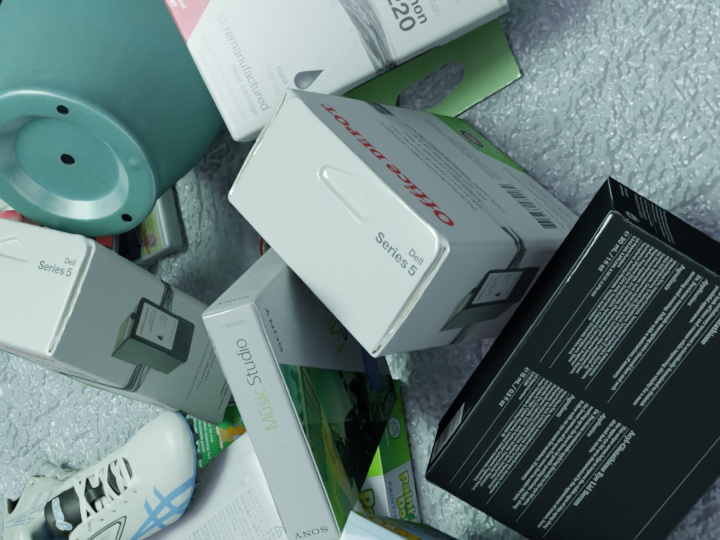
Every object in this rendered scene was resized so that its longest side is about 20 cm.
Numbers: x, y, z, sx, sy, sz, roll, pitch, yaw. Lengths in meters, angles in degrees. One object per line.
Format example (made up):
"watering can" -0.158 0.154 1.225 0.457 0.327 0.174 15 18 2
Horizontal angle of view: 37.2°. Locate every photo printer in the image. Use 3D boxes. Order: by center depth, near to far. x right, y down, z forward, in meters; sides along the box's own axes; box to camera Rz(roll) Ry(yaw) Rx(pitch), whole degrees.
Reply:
"photo printer" -0.076 0.214 0.793 0.200 0.069 0.167 -42 66 30

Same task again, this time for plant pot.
"plant pot" -0.188 -0.136 0.786 0.200 0.200 0.188 -25 35 34

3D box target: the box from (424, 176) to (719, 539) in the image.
"box" 0.150 0.070 0.634 0.141 0.079 0.200 32 113 0

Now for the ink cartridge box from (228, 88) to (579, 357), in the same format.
"ink cartridge box" 0.039 -0.031 0.669 0.146 0.200 0.084 46 116 26

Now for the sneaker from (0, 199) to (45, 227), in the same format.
"sneaker" -0.289 -0.087 0.841 0.075 0.201 0.105 -19 41 3

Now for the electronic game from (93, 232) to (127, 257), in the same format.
"electronic game" -0.283 -0.036 0.976 0.199 0.042 0.201 1 91 37

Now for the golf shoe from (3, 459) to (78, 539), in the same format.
"golf shoe" -0.280 0.213 0.995 0.200 0.078 0.098 -40 64 30

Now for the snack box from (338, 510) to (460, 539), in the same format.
"snack box" 0.079 0.210 0.629 0.168 0.200 0.068 23 81 22

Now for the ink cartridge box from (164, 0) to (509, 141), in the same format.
"ink cartridge box" -0.020 -0.192 0.696 0.199 0.085 0.146 -25 98 11

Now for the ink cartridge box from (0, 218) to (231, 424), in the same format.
"ink cartridge box" -0.201 0.039 0.806 0.145 0.200 0.084 11 75 32

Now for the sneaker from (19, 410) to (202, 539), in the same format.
"sneaker" -0.185 0.170 0.792 0.200 0.072 0.072 -43 62 33

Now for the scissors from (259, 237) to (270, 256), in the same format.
"scissors" 0.000 0.000 0.817 0.200 0.014 0.073 29 106 31

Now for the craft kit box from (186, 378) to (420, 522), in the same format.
"craft kit box" -0.044 0.196 0.838 0.197 0.048 0.201 -12 85 33

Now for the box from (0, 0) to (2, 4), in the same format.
"box" -0.374 -0.215 1.006 0.137 0.038 0.200 -52 37 17

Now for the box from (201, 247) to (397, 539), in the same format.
"box" -0.028 0.057 0.662 0.036 0.200 0.145 -15 103 17

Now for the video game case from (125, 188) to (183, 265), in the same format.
"video game case" -0.249 -0.092 0.990 0.182 0.022 0.201 -19 80 36

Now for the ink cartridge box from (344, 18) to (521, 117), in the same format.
"ink cartridge box" 0.015 -0.199 0.776 0.145 0.048 0.201 -28 73 33
